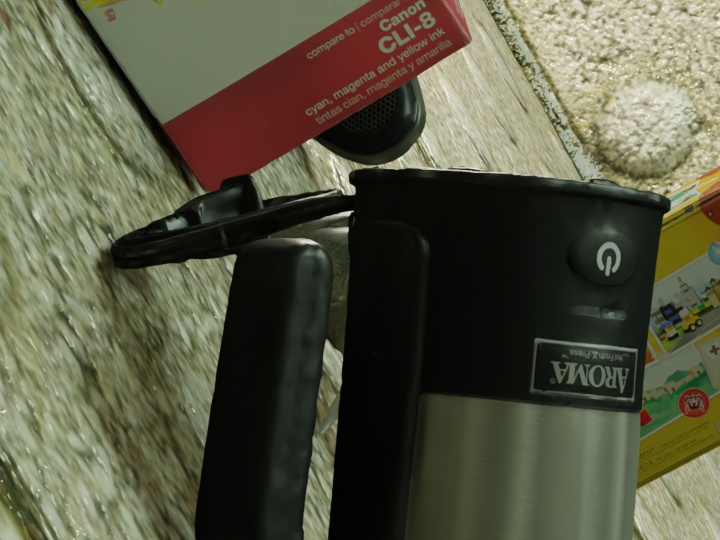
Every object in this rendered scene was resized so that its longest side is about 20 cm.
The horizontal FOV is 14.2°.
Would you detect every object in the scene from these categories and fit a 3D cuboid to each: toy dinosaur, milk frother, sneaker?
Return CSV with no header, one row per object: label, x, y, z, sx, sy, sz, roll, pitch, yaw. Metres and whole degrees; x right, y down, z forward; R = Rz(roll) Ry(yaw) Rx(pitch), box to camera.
toy dinosaur,0.000,0.000,1.355,0.102,0.077,0.200,9,29,-37
milk frother,0.003,0.058,1.065,0.200,0.180,0.189,178,-82,-69
sneaker,-0.037,-0.149,1.639,0.200,0.076,0.114,62,10,27

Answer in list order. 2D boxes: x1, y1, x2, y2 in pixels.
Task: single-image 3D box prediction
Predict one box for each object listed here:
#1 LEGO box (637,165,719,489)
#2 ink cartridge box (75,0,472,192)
LEGO box,0.185,0.047,1.869,0.149,0.200,0.077,60,10,-9
ink cartridge box,-0.065,-0.172,1.311,0.200,0.144,0.145,56,11,-26
